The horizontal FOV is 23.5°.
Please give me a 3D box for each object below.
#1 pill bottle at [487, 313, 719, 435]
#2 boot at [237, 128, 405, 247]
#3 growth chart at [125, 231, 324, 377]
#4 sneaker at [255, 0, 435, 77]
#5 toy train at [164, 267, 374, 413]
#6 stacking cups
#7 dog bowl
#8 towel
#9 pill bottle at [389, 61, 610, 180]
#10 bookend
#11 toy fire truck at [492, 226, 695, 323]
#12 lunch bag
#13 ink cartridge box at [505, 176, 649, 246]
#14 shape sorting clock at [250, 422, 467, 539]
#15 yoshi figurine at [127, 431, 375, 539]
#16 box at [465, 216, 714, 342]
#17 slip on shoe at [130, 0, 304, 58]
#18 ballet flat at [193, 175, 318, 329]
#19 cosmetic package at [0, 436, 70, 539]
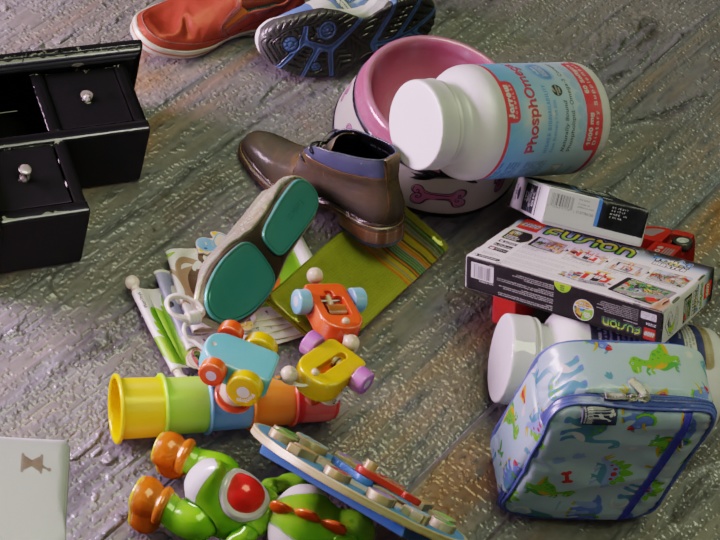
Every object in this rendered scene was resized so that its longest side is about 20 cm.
[{"bbox_3d":[0.222,0.093,1.582,0.199,0.111,0.112,9,52,-10],"label":"pill bottle"},{"bbox_3d":[-0.034,-0.110,1.652,0.199,0.097,0.075,30,47,25],"label":"boot"},{"bbox_3d":[-0.117,0.022,1.595,0.199,0.018,0.145,-21,63,-31],"label":"growth chart"},{"bbox_3d":[-0.023,-0.256,1.812,0.199,0.076,0.077,-14,37,-26],"label":"sneaker"},{"bbox_3d":[-0.071,0.067,1.495,0.199,0.056,0.150,-4,41,-32],"label":"toy train"},{"bbox_3d":[-0.115,0.119,1.499,0.199,0.061,0.061,1,53,-19],"label":"stacking cups"},{"bbox_3d":[0.075,-0.154,1.751,0.199,0.074,0.201,8,52,-10],"label":"dog bowl"},{"bbox_3d":[0.000,0.000,1.634,0.086,0.018,0.200,38,47,11],"label":"towel"},{"bbox_3d":[0.130,-0.140,1.632,0.199,0.109,0.109,-6,55,-35],"label":"pill bottle"},{"bbox_3d":[-0.274,-0.099,1.591,0.197,0.092,0.201,-9,58,-23],"label":"bookend"},{"bbox_3d":[0.227,0.005,1.678,0.140,0.049,0.200,15,30,27],"label":"toy fire truck"},{"bbox_3d":[0.208,0.140,1.485,0.160,0.200,0.083,4,53,-14],"label":"lunch bag"},{"bbox_3d":[0.203,-0.061,1.657,0.099,0.200,0.039,12,95,-7],"label":"ink cartridge box"},{"bbox_3d":[0.000,0.173,1.420,0.199,0.200,0.039,29,85,6],"label":"shape sorting clock"},{"bbox_3d":[-0.084,0.208,1.432,0.199,0.113,0.112,16,12,13],"label":"yoshi figurine"},{"bbox_3d":[0.208,0.006,1.577,0.199,0.035,0.110,17,30,31],"label":"box"},{"bbox_3d":[-0.144,-0.270,1.781,0.199,0.061,0.074,-17,62,-26],"label":"slip on shoe"},{"bbox_3d":[-0.103,-0.011,1.580,0.068,0.062,0.200,56,47,-19],"label":"ballet flat"},{"bbox_3d":[-0.303,0.237,1.257,0.165,0.200,0.168,6,51,-12],"label":"cosmetic package"}]
